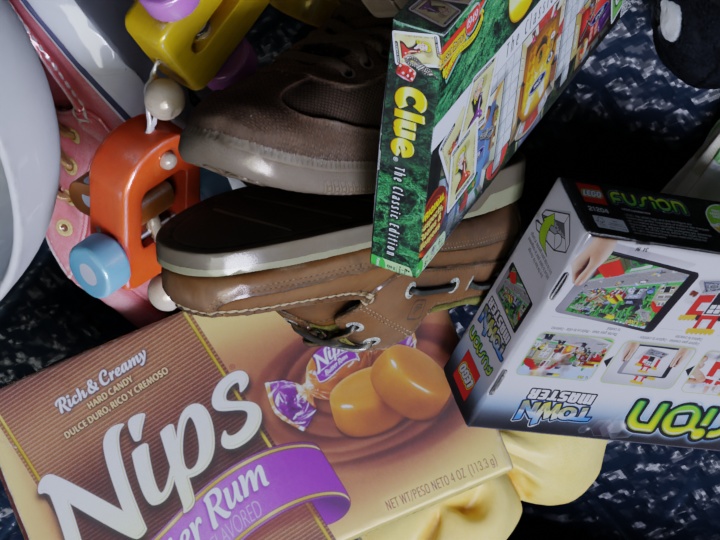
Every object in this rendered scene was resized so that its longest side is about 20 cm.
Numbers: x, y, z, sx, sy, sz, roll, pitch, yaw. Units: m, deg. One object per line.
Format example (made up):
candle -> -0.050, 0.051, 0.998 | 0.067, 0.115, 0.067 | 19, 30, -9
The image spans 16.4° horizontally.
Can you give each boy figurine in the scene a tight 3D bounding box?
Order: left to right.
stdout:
boy figurine -> 0.020, 0.100, 1.118 | 0.199, 0.124, 0.065 | -28, 137, -13

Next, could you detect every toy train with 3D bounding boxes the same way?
toy train -> -0.047, -0.085, 0.950 | 0.055, 0.200, 0.151 | 31, 143, 28

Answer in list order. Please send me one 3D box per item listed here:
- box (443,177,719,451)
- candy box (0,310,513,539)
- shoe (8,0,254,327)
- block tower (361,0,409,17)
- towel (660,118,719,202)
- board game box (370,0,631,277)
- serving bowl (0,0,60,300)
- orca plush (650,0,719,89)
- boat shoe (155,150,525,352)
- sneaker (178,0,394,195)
box -> 0.145, 0.025, 1.032 | 0.199, 0.035, 0.110 | 8, 130, -29
candy box -> -0.050, 0.071, 1.049 | 0.199, 0.056, 0.117 | -22, 85, -8
shoe -> -0.108, -0.056, 1.013 | 0.091, 0.072, 0.200 | -28, 128, 17
block tower -> -0.034, -0.175, 0.850 | 0.054, 0.058, 0.200 | 3, 139, 53
towel -> 0.203, -0.025, 1.065 | 0.152, 0.023, 0.200 | 22, 125, -18
board game box -> 0.059, -0.094, 0.903 | 0.023, 0.200, 0.105 | 19, 132, 20
serving bowl -> -0.189, -0.078, 0.969 | 0.199, 0.066, 0.201 | 25, 139, 24
orca plush -> 0.178, -0.139, 0.927 | 0.105, 0.071, 0.200 | 33, 116, -27
boat shoe -> 0.000, 0.000, 0.956 | 0.072, 0.199, 0.068 | 17, 111, 38
sneaker -> 0.000, -0.075, 0.924 | 0.070, 0.200, 0.076 | 14, 104, 27
